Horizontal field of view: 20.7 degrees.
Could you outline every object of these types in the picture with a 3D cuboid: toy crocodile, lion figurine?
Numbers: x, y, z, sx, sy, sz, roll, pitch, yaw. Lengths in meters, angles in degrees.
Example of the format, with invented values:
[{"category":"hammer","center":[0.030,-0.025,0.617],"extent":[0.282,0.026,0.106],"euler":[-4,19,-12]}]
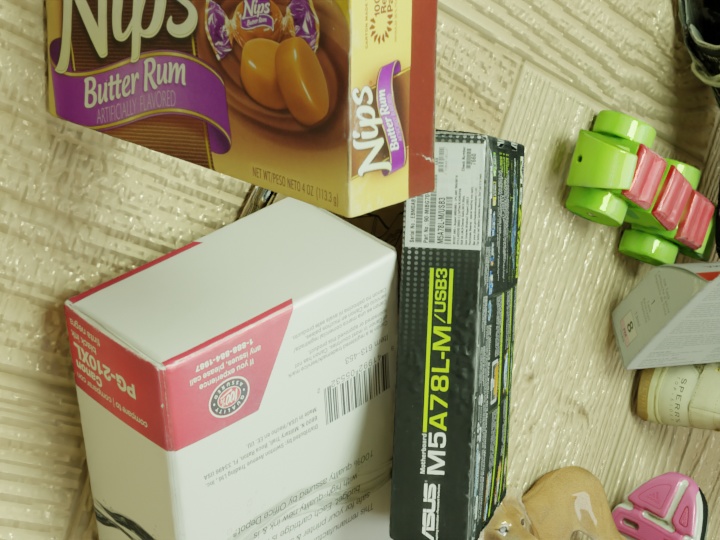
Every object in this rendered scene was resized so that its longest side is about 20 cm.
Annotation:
[{"category":"toy crocodile","center":[0.186,-0.047,1.258],"extent":[0.200,0.061,0.068],"euler":[30,80,-52]},{"category":"lion figurine","center":[0.114,0.169,1.256],"extent":[0.200,0.072,0.124],"euler":[-29,113,-59]}]

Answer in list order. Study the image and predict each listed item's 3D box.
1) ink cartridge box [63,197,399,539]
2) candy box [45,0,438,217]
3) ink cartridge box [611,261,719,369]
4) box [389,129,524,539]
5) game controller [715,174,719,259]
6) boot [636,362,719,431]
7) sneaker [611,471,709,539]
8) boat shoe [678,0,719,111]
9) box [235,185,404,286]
[{"category":"ink cartridge box","center":[-0.055,0.088,0.965],"extent":[0.144,0.084,0.202],"euler":[-26,128,-33]},{"category":"candy box","center":[-0.054,-0.105,0.821],"extent":[0.056,0.199,0.118],"euler":[-19,119,-42]},{"category":"ink cartridge box","center":[0.271,0.001,1.250],"extent":[0.161,0.058,0.200],"euler":[-3,151,-20]},{"category":"box","center":[0.052,0.030,1.015],"extent":[0.193,0.047,0.202],"euler":[-22,114,-82]},{"category":"game controller","center":[0.277,-0.093,1.270],"extent":[0.103,0.042,0.202],"euler":[-18,129,-21]},{"category":"boot","center":[0.307,0.082,1.381],"extent":[0.199,0.154,0.074],"euler":[-13,114,-48]},{"category":"sneaker","center":[0.208,0.230,1.384],"extent":[0.087,0.073,0.202],"euler":[-9,115,-49]},{"category":"boat shoe","center":[0.239,-0.152,1.284],"extent":[0.064,0.070,0.201],"euler":[-42,125,-34]},{"category":"box","center":[0.000,0.000,1.075],"extent":[0.200,0.021,0.165],"euler":[41,70,-49]}]
